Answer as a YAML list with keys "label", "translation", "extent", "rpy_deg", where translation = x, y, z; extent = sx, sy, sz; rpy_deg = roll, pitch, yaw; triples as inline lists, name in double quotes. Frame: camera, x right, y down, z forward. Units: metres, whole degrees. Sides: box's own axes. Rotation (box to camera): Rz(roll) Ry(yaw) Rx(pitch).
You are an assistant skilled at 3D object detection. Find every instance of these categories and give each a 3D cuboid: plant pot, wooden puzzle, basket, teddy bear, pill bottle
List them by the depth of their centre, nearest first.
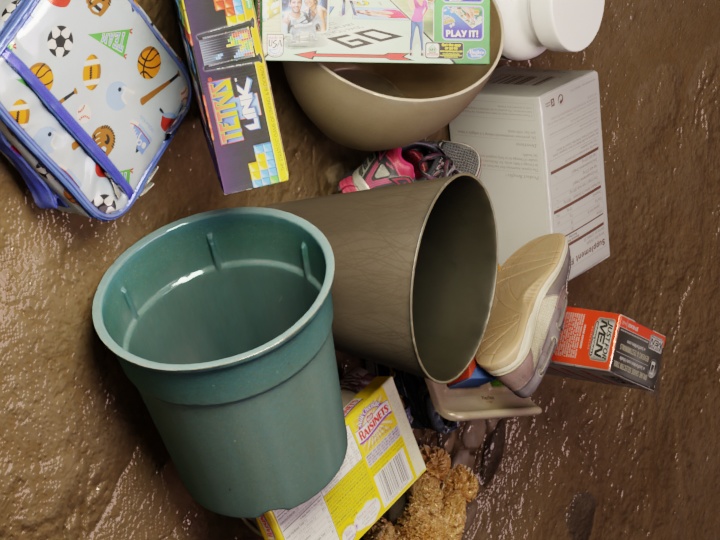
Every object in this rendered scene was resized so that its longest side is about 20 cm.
- label: "plant pot"
  translation: [-0.099, 0.086, 1.563]
  extent: [0.200, 0.199, 0.197]
  rpy_deg: [-47, 138, -36]
- label: "basket"
  translation: [0.000, 0.000, 1.647]
  extent: [0.136, 0.199, 0.182]
  rpy_deg: [27, 72, -54]
- label: "plant pot"
  translation: [0.013, -0.184, 1.674]
  extent: [0.200, 0.200, 0.135]
  rpy_deg: [-46, 167, -37]
- label: "pill bottle"
  translation: [0.120, -0.256, 1.761]
  extent: [0.116, 0.199, 0.117]
  rpy_deg: [-12, 106, -51]
- label: "wooden puzzle"
  translation: [0.103, 0.046, 1.805]
  extent: [0.185, 0.046, 0.201]
  rpy_deg: [3, 62, -58]
- label: "teddy bear"
  translation: [0.065, 0.276, 1.896]
  extent: [0.200, 0.066, 0.145]
  rpy_deg: [-56, 133, -31]

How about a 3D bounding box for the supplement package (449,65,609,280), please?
- label: "supplement package"
  translation: [0.173, -0.097, 1.926]
  extent: [0.117, 0.116, 0.201]
  rpy_deg: [-28, 118, -48]

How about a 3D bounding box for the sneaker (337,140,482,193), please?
- label: "sneaker"
  translation: [0.064, -0.090, 1.792]
  extent: [0.081, 0.075, 0.200]
  rpy_deg: [54, 32, 9]

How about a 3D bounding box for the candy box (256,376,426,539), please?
- label: "candy box"
  translation: [-0.017, 0.189, 1.678]
  extent: [0.200, 0.026, 0.103]
  rpy_deg: [-40, 116, -43]

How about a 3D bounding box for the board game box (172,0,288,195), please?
- label: "board game box"
  translation: [-0.111, -0.172, 1.497]
  extent: [0.056, 0.200, 0.166]
  rpy_deg: [-12, 113, -6]

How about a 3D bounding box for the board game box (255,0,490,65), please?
- label: "board game box"
  translation: [0.011, -0.239, 1.561]
  extent: [0.199, 0.029, 0.136]
  rpy_deg: [-1, 95, -17]

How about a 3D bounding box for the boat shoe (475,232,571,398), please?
- label: "boat shoe"
  translation: [0.163, 0.042, 1.799]
  extent: [0.065, 0.072, 0.200]
  rpy_deg: [57, 34, -26]

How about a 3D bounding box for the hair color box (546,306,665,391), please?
- label: "hair color box"
  translation: [0.197, 0.072, 1.920]
  extent: [0.101, 0.199, 0.062]
  rpy_deg: [24, 78, -51]

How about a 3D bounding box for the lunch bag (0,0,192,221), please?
- label: "lunch bag"
  translation: [-0.220, -0.136, 1.451]
  extent: [0.200, 0.075, 0.161]
  rpy_deg: [52, 59, -42]

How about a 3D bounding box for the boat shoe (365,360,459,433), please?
- label: "boat shoe"
  translation: [0.049, 0.061, 1.817]
  extent: [0.071, 0.090, 0.201]
  rpy_deg: [-32, 120, -45]

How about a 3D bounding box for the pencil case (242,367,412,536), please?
- label: "pencil case"
  translation: [-0.038, 0.171, 1.733]
  extent: [0.200, 0.078, 0.090]
  rpy_deg: [-36, 96, -44]
